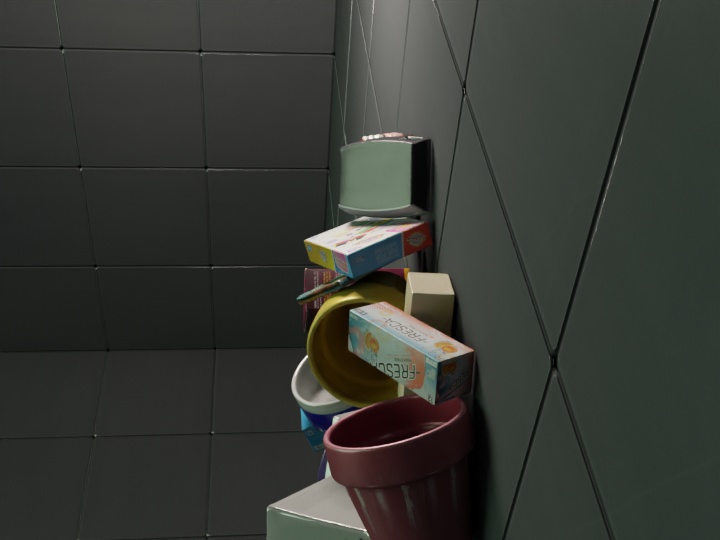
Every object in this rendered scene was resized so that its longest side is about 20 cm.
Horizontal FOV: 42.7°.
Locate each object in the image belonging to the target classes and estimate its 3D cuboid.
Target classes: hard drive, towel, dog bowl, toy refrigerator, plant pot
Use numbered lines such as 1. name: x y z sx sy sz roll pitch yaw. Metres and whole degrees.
1. hard drive: 0.035 -0.157 1.549 0.198 0.042 0.138 4 94 47
2. towel: 0.000 0.000 1.561 0.146 0.198 0.022 -25 92 52
3. dog bowl: -0.026 0.208 1.729 0.201 0.197 0.080 -101 -14 -59
4. toy refrigerator: 0.098 0.112 1.360 0.076 0.069 0.204 -96 10 -68
5. plant pot: 0.066 0.277 1.200 0.200 0.197 0.182 -139 33 -82
6. plant pot: 0.024 0.098 1.547 0.189 0.197 0.204 -67 -19 -65

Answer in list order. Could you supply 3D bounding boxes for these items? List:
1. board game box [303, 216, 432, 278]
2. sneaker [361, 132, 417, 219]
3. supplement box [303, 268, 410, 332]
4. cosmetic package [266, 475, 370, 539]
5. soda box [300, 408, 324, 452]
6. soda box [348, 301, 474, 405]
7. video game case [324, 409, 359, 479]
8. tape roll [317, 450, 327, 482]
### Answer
1. board game box: 0.009 -0.047 1.539 0.199 0.151 0.041 21 130 66
2. sneaker: 0.045 -0.148 1.643 0.067 0.106 0.205 113 156 -74
3. supplement box: -0.008 0.056 1.718 0.111 0.196 0.087 102 166 -65
4. cosmetic package: -0.008 0.403 1.385 0.198 0.197 0.126 -7 -79 -58
5. soda box: -0.013 0.270 1.767 0.068 0.197 0.065 -101 -14 -60
6. soda box: 0.065 0.109 1.257 0.199 0.068 0.065 27 121 49
7. video game case: 0.015 0.312 1.641 0.018 0.198 0.146 18 105 39
8. tape roll: -0.009 0.361 1.893 0.200 0.084 0.203 22 -91 -77
